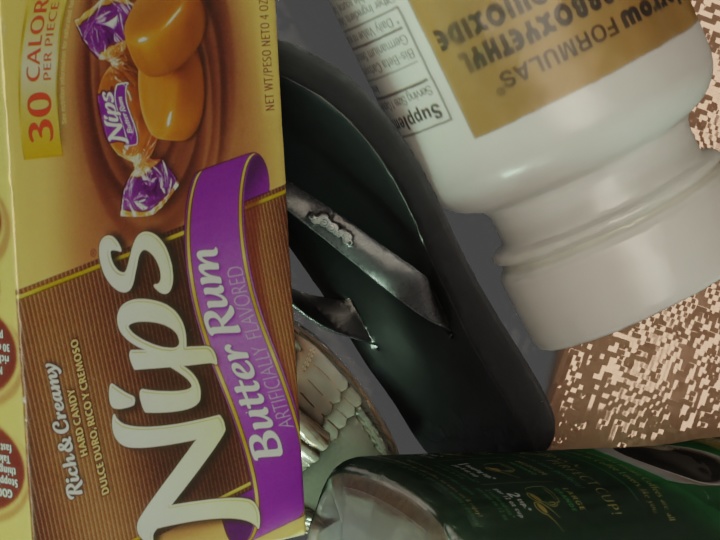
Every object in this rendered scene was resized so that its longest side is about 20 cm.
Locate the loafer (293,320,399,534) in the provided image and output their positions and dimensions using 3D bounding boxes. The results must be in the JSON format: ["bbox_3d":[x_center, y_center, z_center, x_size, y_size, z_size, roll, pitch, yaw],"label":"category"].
[{"bbox_3d":[-0.064,0.026,0.857,0.200,0.063,0.072,43,85,-8],"label":"loafer"}]

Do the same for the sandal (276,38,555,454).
[{"bbox_3d":[0.001,0.000,0.843,0.200,0.076,0.043,53,54,-16],"label":"sandal"}]

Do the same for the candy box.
[{"bbox_3d":[-0.081,-0.004,0.768,0.116,0.056,0.201,-9,98,-45],"label":"candy box"}]

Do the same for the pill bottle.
[{"bbox_3d":[0.058,-0.080,0.843,0.114,0.114,0.200,-27,96,-6],"label":"pill bottle"}]

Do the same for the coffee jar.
[{"bbox_3d":[0.088,0.106,0.830,0.199,0.104,0.086,-1,101,-31],"label":"coffee jar"}]
